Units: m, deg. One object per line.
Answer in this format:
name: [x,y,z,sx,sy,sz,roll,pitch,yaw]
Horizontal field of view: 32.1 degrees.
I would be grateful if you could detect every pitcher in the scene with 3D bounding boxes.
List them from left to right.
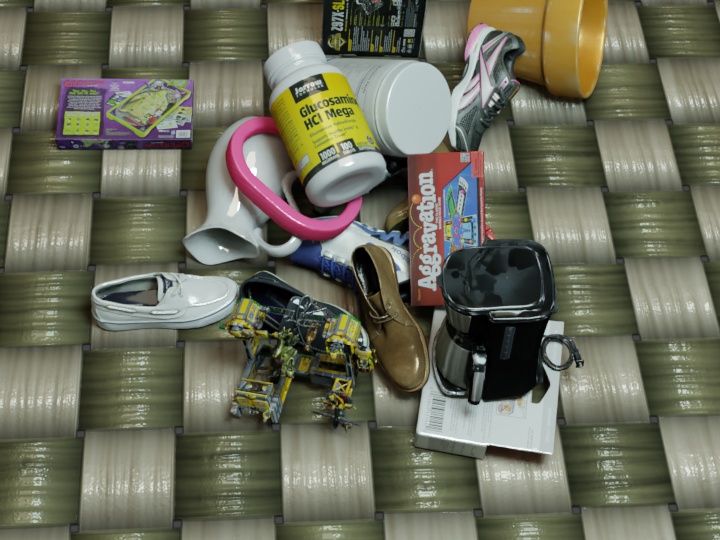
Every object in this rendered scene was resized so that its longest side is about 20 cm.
pitcher: [-0.139,-0.108,1.731,0.170,0.122,0.202,6,61,19]

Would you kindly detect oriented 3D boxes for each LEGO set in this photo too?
LEGO set: [-0.088,0.128,1.565,0.198,0.154,0.117,13,52,7]

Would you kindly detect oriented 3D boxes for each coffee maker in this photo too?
coffee maker: [0.184,0.056,1.546,0.191,0.201,0.135,-20,59,-14]

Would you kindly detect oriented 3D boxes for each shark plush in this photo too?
shark plush: [-0.003,-0.154,1.769,0.199,0.091,0.083,-17,22,29]

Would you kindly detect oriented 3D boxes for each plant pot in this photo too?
plant pot: [0.266,-0.370,1.911,0.182,0.201,0.201,8,54,21]

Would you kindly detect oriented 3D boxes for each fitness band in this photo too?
fitness band: [-0.088,-0.128,1.680,0.200,0.037,0.144,40,52,1]

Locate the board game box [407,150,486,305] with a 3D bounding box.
board game box: [0.115,-0.055,1.657,0.102,0.019,0.202,-2,92,10]

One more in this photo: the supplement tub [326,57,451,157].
supplement tub: [0.015,-0.229,1.745,0.199,0.133,0.132,12,48,46]

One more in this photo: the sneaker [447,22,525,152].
sneaker: [0.186,-0.259,1.823,0.086,0.080,0.202,12,91,26]

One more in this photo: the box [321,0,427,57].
box: [0.021,-0.408,1.899,0.158,0.201,0.050,2,57,-2]

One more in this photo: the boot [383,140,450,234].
boot: [0.061,-0.146,1.814,0.174,0.066,0.200,-23,59,-26]

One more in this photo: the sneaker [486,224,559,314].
sneaker: [0.178,0.002,1.701,0.200,0.071,0.098,43,37,24]

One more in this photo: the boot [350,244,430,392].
boot: [0.030,0.061,1.606,0.073,0.075,0.202,-22,79,14]

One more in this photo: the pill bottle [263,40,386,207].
pill bottle: [-0.053,-0.195,1.644,0.112,0.113,0.201,-20,72,-16]

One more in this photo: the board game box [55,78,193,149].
board game box: [-0.348,-0.233,1.862,0.198,0.032,0.121,0,60,-5]

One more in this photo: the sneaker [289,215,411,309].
sneaker: [0.001,0.000,1.697,0.197,0.081,0.116,8,54,0]

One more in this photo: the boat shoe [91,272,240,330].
boat shoe: [-0.258,0.036,1.665,0.198,0.066,0.074,-11,57,-11]

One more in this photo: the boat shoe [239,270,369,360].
boat shoe: [-0.078,0.064,1.646,0.199,0.062,0.075,31,102,21]

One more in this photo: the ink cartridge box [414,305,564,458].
ink cartridge box: [0.169,0.147,1.631,0.174,0.045,0.201,9,57,3]
